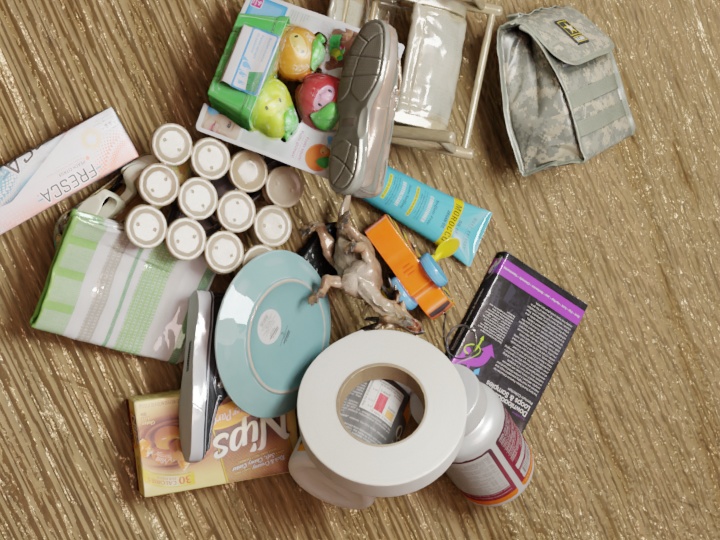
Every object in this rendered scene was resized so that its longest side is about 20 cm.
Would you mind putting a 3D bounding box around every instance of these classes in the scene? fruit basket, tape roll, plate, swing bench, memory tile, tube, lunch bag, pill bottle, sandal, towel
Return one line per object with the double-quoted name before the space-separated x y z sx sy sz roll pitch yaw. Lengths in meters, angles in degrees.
"fruit basket" -0.071 -0.216 1.527 0.198 0.094 0.187 20 82 8
"tape roll" 0.025 0.163 1.519 0.201 0.037 0.204 -1 59 1
"plate" -0.094 0.077 1.550 0.199 0.025 0.202 -10 103 -49
"swing bench" 0.052 -0.258 1.611 0.198 0.130 0.201 12 88 17
"memory tile" -0.170 -0.076 1.533 0.199 0.017 0.155 19 79 -24
"tube" 0.078 -0.081 1.684 0.199 0.050 0.078 26 90 -25
"lunch bag" 0.257 -0.243 1.679 0.164 0.117 0.202 -27 102 -52
"pill bottle" 0.139 0.206 1.635 0.110 0.109 0.200 -48 138 -13
"sandal" -0.081 0.020 1.628 0.200 0.048 0.076 -45 109 -28
"pill bottle" -0.001 0.179 1.599 0.116 0.116 0.201 36 59 -18
"towel" -0.269 0.024 1.522 0.199 0.031 0.150 17 96 -36

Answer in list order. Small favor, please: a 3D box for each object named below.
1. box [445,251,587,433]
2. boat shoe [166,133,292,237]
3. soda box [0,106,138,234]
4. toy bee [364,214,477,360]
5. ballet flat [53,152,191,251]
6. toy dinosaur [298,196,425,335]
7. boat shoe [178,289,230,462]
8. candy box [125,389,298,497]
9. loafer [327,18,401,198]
"box" 0.198 0.097 1.737 0.142 0.036 0.201 32 79 -18
"boat shoe" -0.154 -0.106 1.586 0.200 0.057 0.067 -41 105 -15
"soda box" -0.359 -0.112 1.506 0.199 0.063 0.069 -33 102 -17
"toy bee" 0.076 0.025 1.667 0.130 0.109 0.202 -15 84 11
"ballet flat" -0.278 -0.086 1.529 0.200 0.071 0.071 -42 105 -13
"toy dinosaur" 0.000 0.000 1.602 0.086 0.201 0.135 -33 139 24
"boat shoe" -0.172 0.125 1.529 0.067 0.072 0.202 7 75 -20
"candy box" -0.177 0.199 1.587 0.198 0.055 0.117 -7 94 -21
"loafer" 0.012 -0.182 1.491 0.063 0.072 0.202 11 92 -43
